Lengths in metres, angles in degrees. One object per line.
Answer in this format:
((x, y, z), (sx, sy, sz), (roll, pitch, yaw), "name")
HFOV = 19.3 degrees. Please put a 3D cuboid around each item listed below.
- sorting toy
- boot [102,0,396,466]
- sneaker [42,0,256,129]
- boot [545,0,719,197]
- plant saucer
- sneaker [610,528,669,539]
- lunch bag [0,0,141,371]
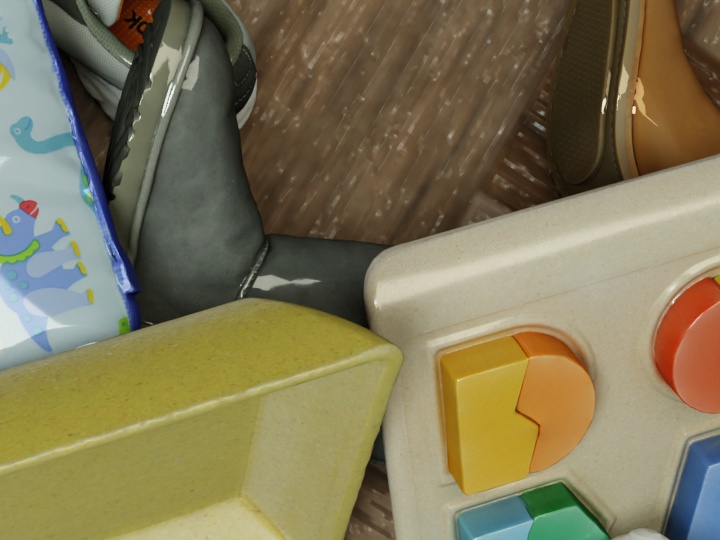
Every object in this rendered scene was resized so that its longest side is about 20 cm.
((0.100, 0.064, 0.794), (0.184, 0.036, 0.201), (-16, 120, -12), "sorting toy")
((0.000, -0.002, 0.788), (0.199, 0.073, 0.183), (10, 120, -8), "boot")
((-0.119, -0.124, 0.810), (0.200, 0.079, 0.074), (34, 74, -5), "sneaker")
((0.162, -0.034, 0.868), (0.154, 0.077, 0.201), (1, 73, -18), "boot")
((-0.097, 0.079, 0.723), (0.199, 0.200, 0.049), (-16, 64, -17), "plant saucer")
((0.091, 0.197, 0.778), (0.099, 0.078, 0.201), (-4, 94, -20), "sneaker")
((-0.187, -0.017, 0.731), (0.199, 0.127, 0.171), (-20, 84, 6), "lunch bag")
